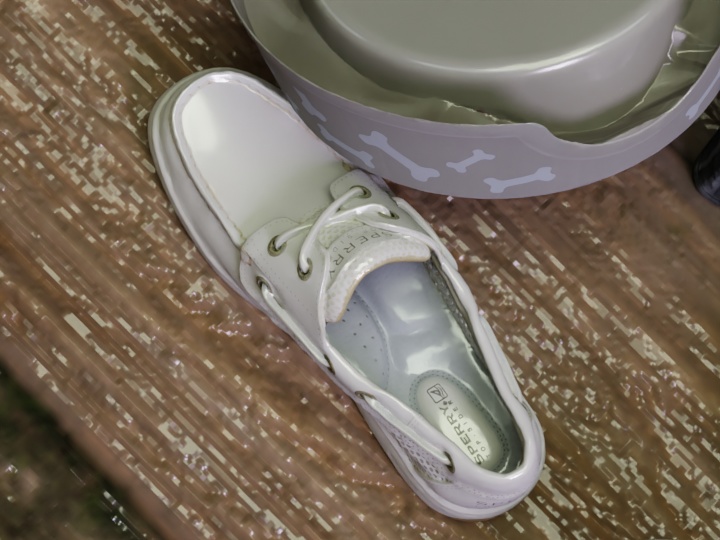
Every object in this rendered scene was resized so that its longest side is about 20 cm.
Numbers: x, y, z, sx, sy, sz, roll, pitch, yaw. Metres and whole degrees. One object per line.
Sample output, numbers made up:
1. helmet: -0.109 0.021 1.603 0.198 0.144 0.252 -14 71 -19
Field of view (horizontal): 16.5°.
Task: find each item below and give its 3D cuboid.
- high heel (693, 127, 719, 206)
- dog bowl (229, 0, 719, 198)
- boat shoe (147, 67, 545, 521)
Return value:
1. high heel: 0.189 -0.124 0.916 0.071 0.143 0.200 25 74 -2
2. dog bowl: 0.051 -0.110 0.898 0.200 0.059 0.200 -3 53 4
3. boat shoe: 0.000 0.000 0.893 0.071 0.069 0.200 -40 84 -12
